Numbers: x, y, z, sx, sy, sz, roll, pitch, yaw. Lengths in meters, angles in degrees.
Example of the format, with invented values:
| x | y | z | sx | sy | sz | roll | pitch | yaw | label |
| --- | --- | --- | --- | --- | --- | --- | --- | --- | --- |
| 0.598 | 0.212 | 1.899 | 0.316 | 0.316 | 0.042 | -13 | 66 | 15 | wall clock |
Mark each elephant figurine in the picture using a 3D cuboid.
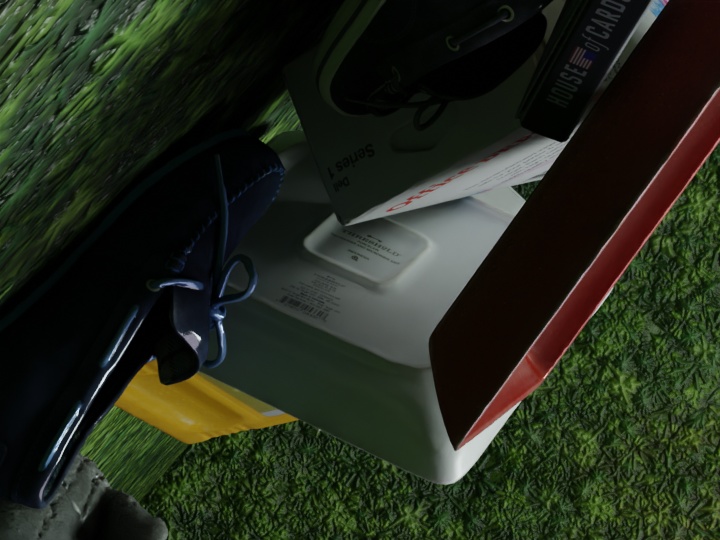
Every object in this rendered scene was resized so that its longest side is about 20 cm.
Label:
| x | y | z | sx | sy | sz | roll | pitch | yaw | label |
| --- | --- | --- | --- | --- | --- | --- | --- | --- | --- |
| -0.169 | 0.131 | 0.917 | 0.200 | 0.155 | 0.142 | -60 | 143 | -39 | elephant figurine |

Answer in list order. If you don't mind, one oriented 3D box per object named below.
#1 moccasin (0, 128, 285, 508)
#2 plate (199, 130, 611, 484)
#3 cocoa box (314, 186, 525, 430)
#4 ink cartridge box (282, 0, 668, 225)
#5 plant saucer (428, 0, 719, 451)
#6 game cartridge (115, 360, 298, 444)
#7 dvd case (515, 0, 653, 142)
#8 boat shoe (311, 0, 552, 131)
| x | y | z | sx | sy | sz | roll | pitch | yaw | label |
| --- | --- | --- | --- | --- | --- | --- | --- | --- | --- |
| -0.091 | 0.024 | 0.767 | 0.200 | 0.068 | 0.081 | -48 | 162 | -26 | moccasin |
| 0.000 | 0.000 | 0.875 | 0.200 | 0.199 | 0.032 | -44 | 152 | -49 | plate |
| -0.008 | -0.009 | 1.201 | 0.133 | 0.131 | 0.200 | -46 | 178 | -26 | cocoa box |
| 0.085 | -0.097 | 0.871 | 0.200 | 0.084 | 0.145 | -15 | 171 | -47 | ink cartridge box |
| 0.100 | -0.031 | 0.731 | 0.200 | 0.037 | 0.200 | -56 | 170 | 11 | plant saucer |
| -0.037 | 0.048 | 1.023 | 0.200 | 0.033 | 0.176 | -16 | 160 | 12 | game cartridge |
| 0.114 | -0.157 | 0.643 | 0.150 | 0.025 | 0.200 | 112 | 2 | -71 | dvd case |
| 0.031 | -0.091 | 0.698 | 0.075 | 0.062 | 0.200 | -44 | 180 | -18 | boat shoe |
